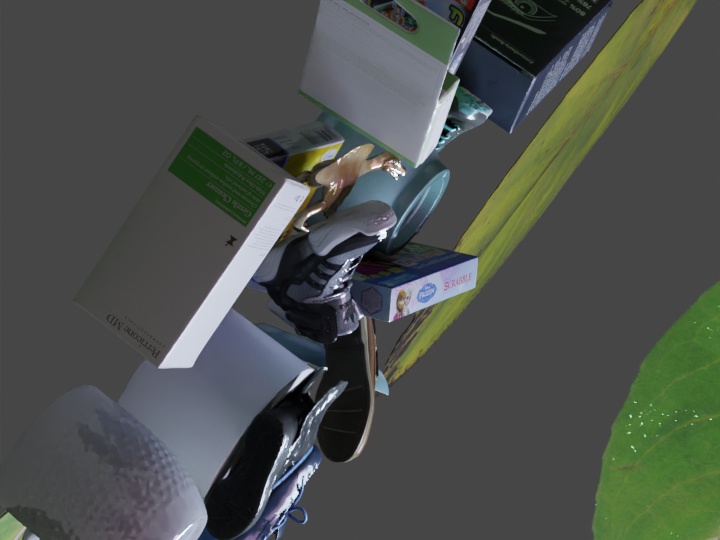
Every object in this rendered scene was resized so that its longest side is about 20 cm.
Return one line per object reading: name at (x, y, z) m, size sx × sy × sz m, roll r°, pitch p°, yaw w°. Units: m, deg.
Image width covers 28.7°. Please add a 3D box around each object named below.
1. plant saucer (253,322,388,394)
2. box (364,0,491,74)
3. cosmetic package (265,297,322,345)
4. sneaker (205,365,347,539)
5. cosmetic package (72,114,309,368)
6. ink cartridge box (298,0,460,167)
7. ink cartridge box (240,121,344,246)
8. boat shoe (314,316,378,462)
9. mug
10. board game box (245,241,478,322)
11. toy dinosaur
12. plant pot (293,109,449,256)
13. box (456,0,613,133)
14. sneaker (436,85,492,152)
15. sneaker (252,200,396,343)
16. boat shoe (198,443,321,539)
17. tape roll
plant saucer at (-0.053, 0.106, 1.752) m, size 0.200 × 0.200 × 0.027 m, roll 36°, pitch 75°, yaw -78°
box at (0.051, -0.234, 1.410) m, size 0.035 × 0.110 × 0.200 m, roll -39°, pitch 160°, yaw -49°
cosmetic package at (-0.026, -0.005, 1.808) m, size 0.200 × 0.081 × 0.113 m, roll -55°, pitch 170°, yaw 1°
sneaker at (-0.091, 0.197, 1.508) m, size 0.104 × 0.060 × 0.200 m, roll -18°, pitch 139°, yaw -62°
cosmetic package at (-0.148, -0.023, 1.248) m, size 0.200 × 0.108 × 0.085 m, roll -56°, pitch 168°, yaw 4°
ink cartridge box at (0.023, -0.202, 1.306) m, size 0.048 × 0.145 × 0.200 m, roll -48°, pitch 166°, yaw -34°
ink cartridge box at (-0.117, -0.051, 1.429) m, size 0.200 × 0.047 × 0.198 m, roll -61°, pitch 165°, yaw 24°
boat shoe at (-0.007, 0.121, 1.620) m, size 0.068 × 0.072 × 0.200 m, roll 17°, pitch 76°, yaw -66°
mug at (-0.258, 0.242, 1.385) m, size 0.200 × 0.175 × 0.148 m, roll -56°, pitch 167°, yaw 10°
board game box at (0.000, 0.000, 1.597) m, size 0.200 × 0.199 × 0.041 m, roll -19°, pitch 117°, yaw -57°
toy dinosaur at (-0.031, -0.089, 1.355) m, size 0.101 × 0.058 × 0.200 m, roll -40°, pitch 170°, yaw 28°
plant pot at (0.015, -0.101, 1.580) m, size 0.200 × 0.134 × 0.200 m, roll -51°, pitch 167°, yaw -16°
box at (0.185, -0.286, 1.686) m, size 0.200 × 0.148 × 0.104 m, roll -45°, pitch 165°, yaw -33°
sneaker at (0.090, -0.167, 1.654) m, size 0.091 × 0.078 × 0.200 m, roll -61°, pitch -168°, yaw -6°
sneaker at (-0.019, 0.005, 1.429) m, size 0.200 × 0.114 × 0.075 m, roll -23°, pitch -170°, yaw 44°
boat shoe at (-0.115, 0.272, 1.569) m, size 0.200 × 0.069 × 0.084 m, roll -44°, pitch -157°, yaw -5°
tape roll at (-0.164, 0.151, 1.576) m, size 0.203 × 0.139 × 0.203 m, roll -50°, pitch 167°, yaw -16°
